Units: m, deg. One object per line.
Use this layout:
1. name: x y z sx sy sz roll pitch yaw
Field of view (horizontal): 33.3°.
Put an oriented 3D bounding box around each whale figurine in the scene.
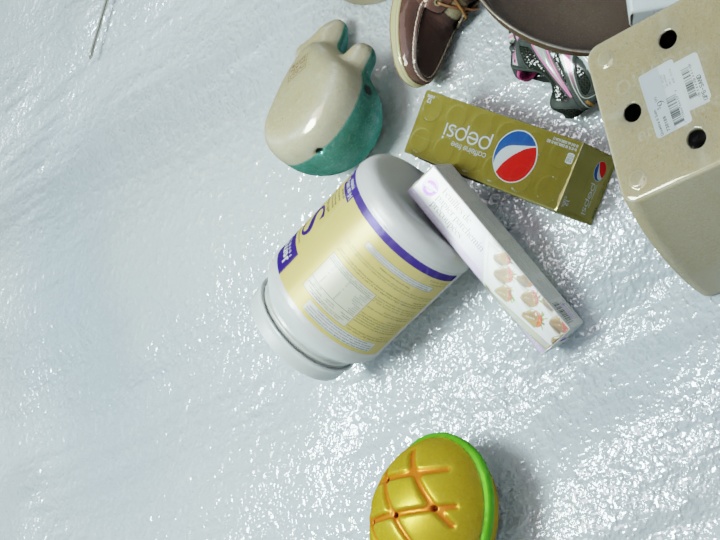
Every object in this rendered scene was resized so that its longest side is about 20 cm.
1. whale figurine: -0.032 -0.185 1.312 0.159 0.104 0.200 -37 33 29

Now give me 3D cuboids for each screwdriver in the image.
1. screwdriver: -0.348 -0.390 1.675 0.029 0.028 0.201 -153 79 -73

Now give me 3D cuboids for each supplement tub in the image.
1. supplement tub: 0.000 0.000 1.189 0.200 0.145 0.146 -45 54 24

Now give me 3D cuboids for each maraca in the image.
1. maraca: 0.060 0.247 1.103 0.137 0.107 0.201 21 94 50

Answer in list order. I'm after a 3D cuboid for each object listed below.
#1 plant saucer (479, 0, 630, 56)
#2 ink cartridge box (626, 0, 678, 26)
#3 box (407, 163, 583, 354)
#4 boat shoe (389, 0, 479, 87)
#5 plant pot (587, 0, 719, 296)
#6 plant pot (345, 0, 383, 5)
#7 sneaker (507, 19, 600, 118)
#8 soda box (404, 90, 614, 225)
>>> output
1. plant saucer: 0.190 -0.263 1.085 0.032 0.199 0.201 102 152 -58
2. ink cartridge box: 0.312 -0.322 1.020 0.199 0.041 0.200 -8 81 12
3. box: 0.124 -0.013 1.111 0.039 0.041 0.200 -46 74 26
4. boat shoe: 0.086 -0.286 1.234 0.072 0.072 0.201 6 78 44
5. plant pot: 0.290 -0.117 0.937 0.200 0.177 0.200 -25 64 35
6. plant pot: -0.040 -0.407 1.285 0.187 0.200 0.188 -12 72 40
7. sneaker: 0.167 -0.225 1.140 0.086 0.080 0.200 -47 52 25
8. soda box: 0.138 -0.109 1.147 0.200 0.064 0.068 27 98 43
